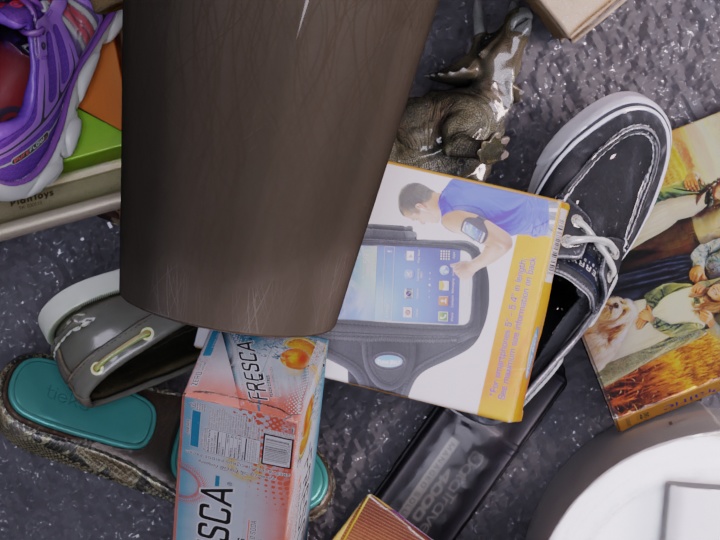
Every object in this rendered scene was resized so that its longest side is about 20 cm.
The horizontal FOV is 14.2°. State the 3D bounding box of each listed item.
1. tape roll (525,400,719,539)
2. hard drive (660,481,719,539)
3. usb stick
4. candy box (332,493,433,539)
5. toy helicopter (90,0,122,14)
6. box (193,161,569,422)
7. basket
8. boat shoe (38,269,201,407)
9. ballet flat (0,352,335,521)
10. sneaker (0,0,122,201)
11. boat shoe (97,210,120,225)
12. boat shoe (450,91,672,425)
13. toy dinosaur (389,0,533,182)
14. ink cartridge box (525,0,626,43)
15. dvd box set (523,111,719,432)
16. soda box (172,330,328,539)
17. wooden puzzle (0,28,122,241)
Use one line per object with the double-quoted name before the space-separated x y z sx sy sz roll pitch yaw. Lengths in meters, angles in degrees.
"tape roll" 0.188 0.182 1.585 0.201 0.139 0.204 0 94 1
"hard drive" 0.216 0.215 1.504 0.131 0.027 0.201 4 94 1
"usb stick" 0.043 0.122 1.638 0.055 0.033 0.200 35 93 -8
"candy box" -0.008 0.232 1.512 0.116 0.056 0.200 35 84 31
"toy helicopter" -0.053 -0.174 1.541 0.199 0.132 0.079 -21 93 -29
"box" 0.000 0.000 1.518 0.199 0.041 0.120 13 91 9
"basket" -0.052 -0.078 1.438 0.179 0.136 0.201 17 103 29
"boat shoe" -0.074 0.021 1.593 0.201 0.072 0.061 -18 65 -14
"ballet flat" -0.111 0.100 1.621 0.199 0.075 0.068 18 64 -1
"sneaker" -0.169 -0.137 1.525 0.080 0.084 0.201 6 68 11
"boat shoe" -0.117 -0.048 1.613 0.199 0.072 0.072 -17 92 -4
"boat shoe" 0.110 -0.005 1.552 0.072 0.068 0.200 38 87 -22
"toy dinosaur" 0.027 -0.063 1.593 0.199 0.102 0.077 -31 131 -1
"ink cartridge box" 0.085 -0.206 1.531 0.075 0.200 0.165 -39 93 4
"dvd box set" 0.208 -0.014 1.605 0.199 0.029 0.147 -21 74 3
"soda box" -0.061 0.121 1.526 0.063 0.069 0.201 13 131 7
"wooden puzzle" -0.196 -0.108 1.578 0.184 0.037 0.201 -15 62 2
